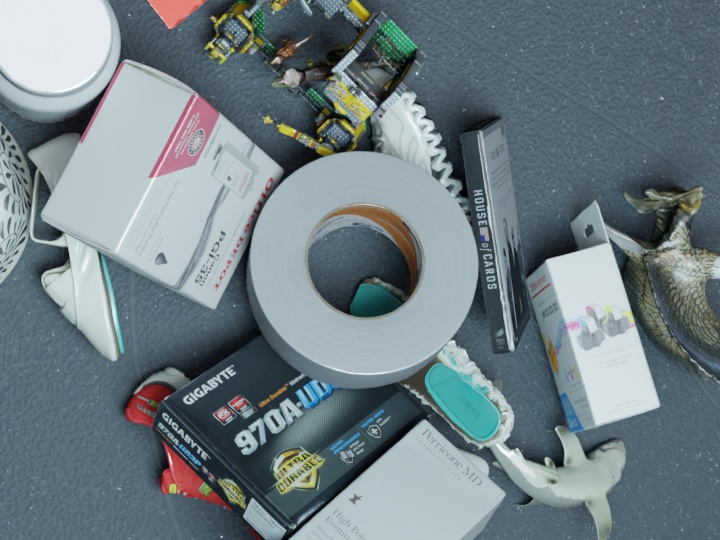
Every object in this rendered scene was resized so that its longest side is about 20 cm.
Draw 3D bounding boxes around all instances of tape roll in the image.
[{"bbox_3d":[0.000,0.000,1.350,0.199,0.066,0.202,2,74,-8],"label":"tape roll"}]

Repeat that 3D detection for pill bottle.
[{"bbox_3d":[-0.252,-0.181,1.240,0.112,0.200,0.114,0,92,-13],"label":"pill bottle"}]

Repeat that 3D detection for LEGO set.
[{"bbox_3d":[-0.044,-0.179,1.329,0.153,0.116,0.200,-31,106,29],"label":"LEGO set"}]

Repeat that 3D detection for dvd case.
[{"bbox_3d":[0.127,-0.037,1.429,0.025,0.150,0.202,-8,98,13],"label":"dvd case"}]

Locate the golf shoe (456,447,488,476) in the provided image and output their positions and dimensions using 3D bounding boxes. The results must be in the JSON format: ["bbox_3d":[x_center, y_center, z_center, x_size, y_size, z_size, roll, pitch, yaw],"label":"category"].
[{"bbox_3d":[0.036,0.161,1.449,0.199,0.073,0.093,15,88,-20],"label":"golf shoe"}]

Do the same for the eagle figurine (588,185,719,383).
[{"bbox_3d":[0.314,0.019,1.485,0.151,0.150,0.202,-6,94,-47],"label":"eagle figurine"}]

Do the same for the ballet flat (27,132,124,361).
[{"bbox_3d":[-0.252,-0.017,1.335,0.069,0.069,0.202,-10,91,-19],"label":"ballet flat"}]

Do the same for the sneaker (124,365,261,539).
[{"bbox_3d":[-0.140,0.183,1.394,0.085,0.077,0.200,-37,95,-8],"label":"sneaker"}]

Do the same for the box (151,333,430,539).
[{"bbox_3d":[-0.057,0.133,1.342,0.159,0.046,0.200,42,45,16],"label":"box"}]

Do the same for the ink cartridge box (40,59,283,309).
[{"bbox_3d":[-0.158,-0.067,1.289,0.082,0.200,0.147,25,85,23],"label":"ink cartridge box"}]

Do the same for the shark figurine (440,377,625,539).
[{"bbox_3d":[0.167,0.201,1.501,0.213,0.089,0.129,23,53,-28],"label":"shark figurine"}]

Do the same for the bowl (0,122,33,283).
[{"bbox_3d":[-0.365,-0.054,1.273,0.199,0.094,0.202,-2,96,-20],"label":"bowl"}]

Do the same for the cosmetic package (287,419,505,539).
[{"bbox_3d":[0.019,0.226,1.289,0.102,0.074,0.200,41,54,14],"label":"cosmetic package"}]

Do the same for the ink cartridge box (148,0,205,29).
[{"bbox_3d":[-0.135,-0.338,1.356,0.200,0.057,0.163,-43,107,-16],"label":"ink cartridge box"}]

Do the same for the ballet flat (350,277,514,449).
[{"bbox_3d":[0.069,0.089,1.445,0.072,0.072,0.200,-39,74,-12],"label":"ballet flat"}]

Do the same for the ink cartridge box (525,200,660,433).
[{"bbox_3d":[0.212,0.046,1.460,0.067,0.115,0.201,-14,81,-7],"label":"ink cartridge box"}]

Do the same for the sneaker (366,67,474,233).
[{"bbox_3d":[0.042,-0.096,1.432,0.081,0.075,0.201,-29,103,-5],"label":"sneaker"}]
